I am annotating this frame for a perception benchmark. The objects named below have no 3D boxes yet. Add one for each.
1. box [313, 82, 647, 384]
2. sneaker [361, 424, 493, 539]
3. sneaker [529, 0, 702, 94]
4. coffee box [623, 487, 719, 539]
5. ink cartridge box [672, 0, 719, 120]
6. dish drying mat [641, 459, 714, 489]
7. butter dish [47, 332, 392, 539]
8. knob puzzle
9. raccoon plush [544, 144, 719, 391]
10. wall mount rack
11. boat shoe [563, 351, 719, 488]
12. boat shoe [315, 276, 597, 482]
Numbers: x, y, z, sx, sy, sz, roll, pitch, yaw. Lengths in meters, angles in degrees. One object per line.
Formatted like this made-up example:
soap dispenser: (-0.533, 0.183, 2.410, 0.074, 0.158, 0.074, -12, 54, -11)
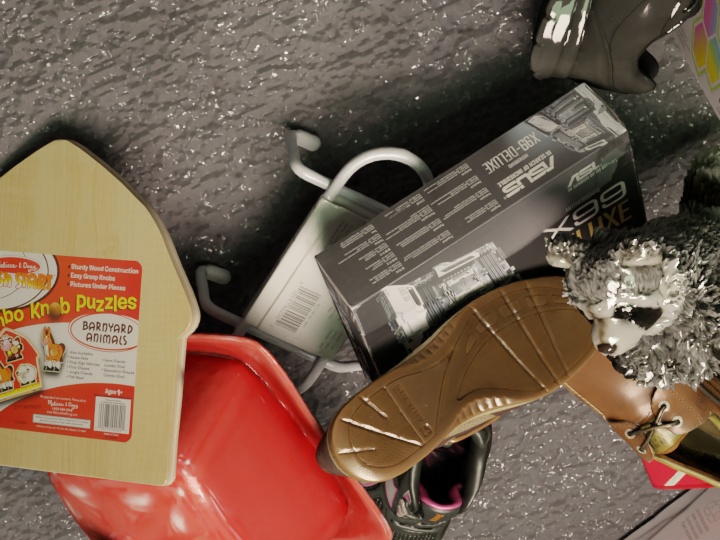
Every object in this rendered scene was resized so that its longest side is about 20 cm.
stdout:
box: (0.080, -0.008, 1.502, 0.200, 0.050, 0.158, -32, 149, -7)
sneaker: (0.041, 0.138, 1.618, 0.080, 0.086, 0.200, 1, 135, -9)
sneaker: (0.166, -0.191, 1.434, 0.091, 0.076, 0.200, 19, 129, 3)
coffee box: (0.284, 0.285, 1.707, 0.200, 0.200, 0.198, -39, 122, 13)
ink cartridge box: (0.240, -0.109, 1.468, 0.076, 0.148, 0.200, -1, 123, -10)
dish drying mat: (0.204, 0.074, 1.644, 0.077, 0.018, 0.200, -4, 131, 28)
butter dish: (-0.116, 0.144, 1.526, 0.200, 0.148, 0.200, 1, 136, 40)
knob puzzle: (-0.178, 0.021, 1.481, 0.220, 0.220, 0.030, -47, 159, 20)
raccoon plush: (0.168, -0.024, 1.455, 0.097, 0.200, 0.134, -18, 134, 23)
wall mount rack: (0.000, 0.000, 1.543, 0.173, 0.075, 0.200, 25, 116, -21)
boat shoe: (0.196, 0.084, 1.564, 0.200, 0.068, 0.072, 24, 134, -30)
boat shoe: (0.058, 0.068, 1.483, 0.200, 0.072, 0.072, -33, 90, -21)
